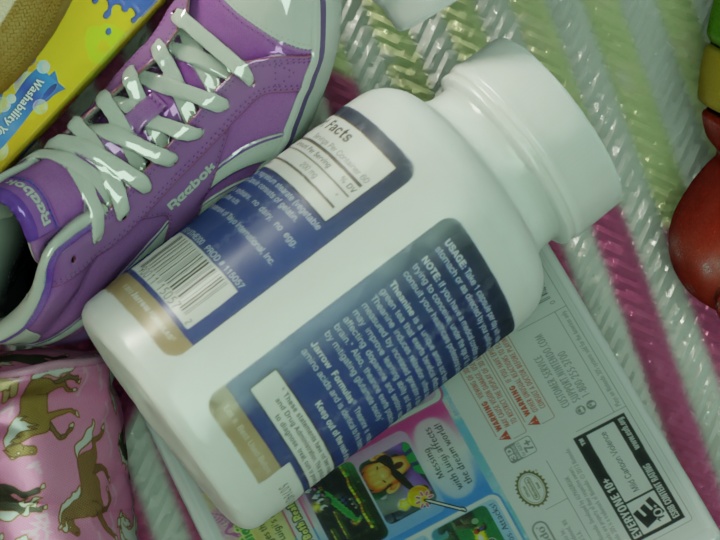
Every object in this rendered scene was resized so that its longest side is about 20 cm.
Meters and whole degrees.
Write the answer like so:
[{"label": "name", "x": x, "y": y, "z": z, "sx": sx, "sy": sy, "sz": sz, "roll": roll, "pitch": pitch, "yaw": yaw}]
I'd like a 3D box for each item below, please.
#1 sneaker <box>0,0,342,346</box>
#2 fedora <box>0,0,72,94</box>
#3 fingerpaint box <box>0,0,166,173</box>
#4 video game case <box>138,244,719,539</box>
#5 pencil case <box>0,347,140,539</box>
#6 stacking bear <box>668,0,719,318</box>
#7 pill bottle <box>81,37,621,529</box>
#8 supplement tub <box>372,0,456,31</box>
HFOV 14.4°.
[{"label": "sneaker", "x": -0.086, "y": -0.047, "z": 1.108, "sx": 0.073, "sy": 0.114, "sz": 0.201, "roll": 39, "pitch": 108, "yaw": 17}, {"label": "fedora", "x": -0.197, "y": -0.138, "z": 1.064, "sx": 0.200, "sy": 0.082, "sz": 0.201, "roll": 0, "pitch": 90, "yaw": 0}, {"label": "fingerpaint box", "x": -0.173, "y": -0.128, "z": 1.144, "sx": 0.167, "sy": 0.073, "sz": 0.200, "roll": 44, "pitch": 89, "yaw": -6}, {"label": "video game case", "x": 0.020, "y": 0.073, "z": 1.149, "sx": 0.182, "sy": 0.024, "sz": 0.200, "roll": -27, "pitch": 61, "yaw": -3}, {"label": "pencil case", "x": -0.128, "y": 0.128, "z": 1.160, "sx": 0.083, "sy": 0.087, "sz": 0.201, "roll": -7, "pitch": 92, "yaw": 3}, {"label": "stacking bear", "x": 0.190, "y": -0.072, "z": 1.171, "sx": 0.113, "sy": 0.121, "sz": 0.200, "roll": 19, "pitch": 99, "yaw": -9}, {"label": "pill bottle", "x": 0.000, "y": 0.000, "z": 1.113, "sx": 0.200, "sy": 0.111, "sz": 0.111, "roll": -37, "pitch": 96, "yaw": -8}, {"label": "supplement tub", "x": 0.011, "y": -0.211, "z": 1.123, "sx": 0.140, "sy": 0.140, "sz": 0.200, "roll": -34, "pitch": 96, "yaw": -3}]
